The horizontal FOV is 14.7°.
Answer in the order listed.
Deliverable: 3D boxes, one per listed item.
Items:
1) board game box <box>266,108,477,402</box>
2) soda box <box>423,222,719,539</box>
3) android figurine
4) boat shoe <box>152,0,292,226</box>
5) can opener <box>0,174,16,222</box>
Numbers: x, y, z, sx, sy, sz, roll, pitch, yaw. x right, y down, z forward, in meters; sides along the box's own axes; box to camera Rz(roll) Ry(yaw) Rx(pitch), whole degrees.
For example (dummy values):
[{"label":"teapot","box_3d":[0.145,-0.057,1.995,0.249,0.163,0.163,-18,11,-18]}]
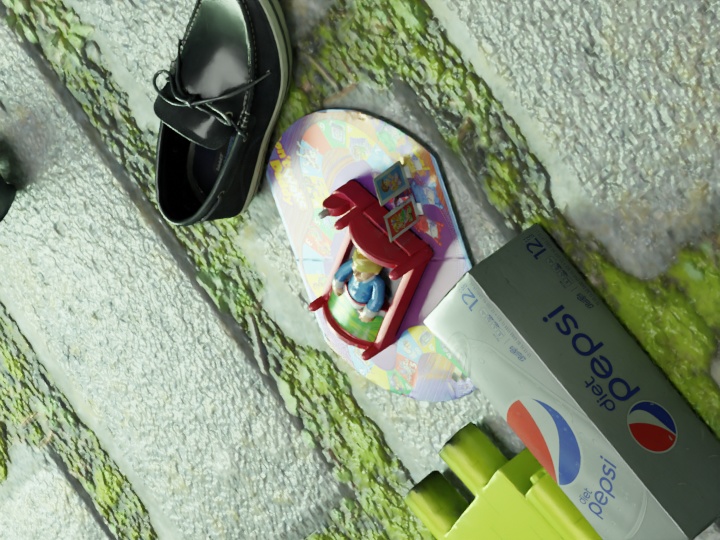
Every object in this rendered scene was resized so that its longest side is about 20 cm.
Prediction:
[{"label":"board game box","box_3d":[0.000,0.000,1.726,0.157,0.039,0.201,0,115,47]},{"label":"soda box","box_3d":[0.131,0.076,1.618,0.200,0.068,0.063,50,142,7]},{"label":"android figurine","box_3d":[0.111,0.194,1.745,0.200,0.041,0.182,50,141,11]},{"label":"boat shoe","box_3d":[-0.090,-0.106,1.734,0.074,0.062,0.201,37,137,26]},{"label":"can opener","box_3d":[-0.306,-0.038,2.016,0.064,0.079,0.200,51,152,-6]}]
